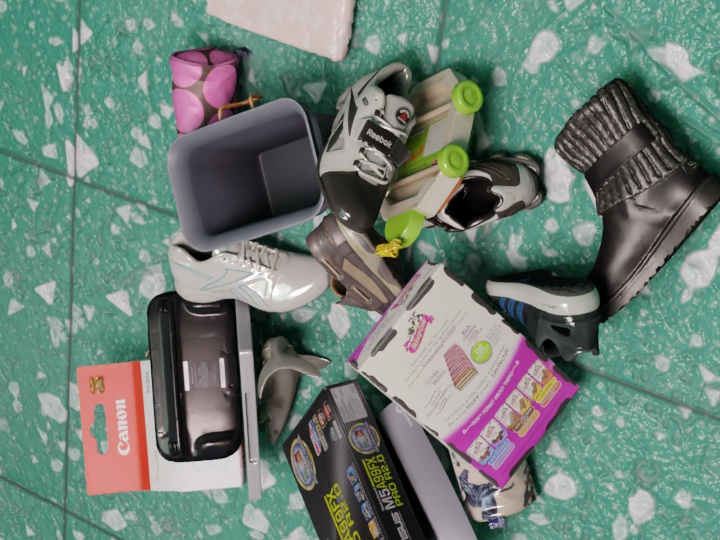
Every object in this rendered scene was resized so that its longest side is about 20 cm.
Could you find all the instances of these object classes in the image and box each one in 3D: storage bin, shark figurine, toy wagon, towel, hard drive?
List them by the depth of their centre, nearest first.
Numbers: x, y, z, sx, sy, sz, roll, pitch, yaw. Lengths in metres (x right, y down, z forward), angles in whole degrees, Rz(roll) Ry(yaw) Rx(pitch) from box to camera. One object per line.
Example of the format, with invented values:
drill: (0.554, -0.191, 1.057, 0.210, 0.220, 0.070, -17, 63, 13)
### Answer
toy wagon: (0.057, -0.102, 1.378, 0.155, 0.039, 0.202, -18, 54, 57)
towel: (-0.077, -0.345, 1.466, 0.190, 0.032, 0.202, 23, 117, 27)
storage bin: (-0.088, -0.113, 1.467, 0.199, 0.134, 0.147, -15, 88, 35)
hard drive: (0.060, 0.255, 1.522, 0.201, 0.042, 0.135, 63, 152, 22)
shark figurine: (-0.077, 0.110, 1.588, 0.215, 0.088, 0.129, 105, 165, -66)

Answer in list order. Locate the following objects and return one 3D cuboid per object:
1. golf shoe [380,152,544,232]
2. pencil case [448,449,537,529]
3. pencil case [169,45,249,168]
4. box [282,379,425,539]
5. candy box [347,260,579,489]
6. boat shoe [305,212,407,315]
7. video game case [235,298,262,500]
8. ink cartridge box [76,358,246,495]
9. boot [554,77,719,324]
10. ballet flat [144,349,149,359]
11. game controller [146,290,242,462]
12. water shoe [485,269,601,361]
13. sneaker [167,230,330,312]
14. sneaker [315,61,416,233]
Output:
golf shoe: (0.087, -0.078, 1.412, 0.199, 0.094, 0.078, -11, 102, 37)
pencil case: (0.122, 0.174, 1.479, 0.202, 0.089, 0.078, 71, 164, -8)
pencil case: (-0.171, -0.152, 1.566, 0.090, 0.094, 0.202, -3, 111, -12)
box: (-0.011, 0.244, 1.510, 0.201, 0.044, 0.160, 67, 149, 21)
candy box: (0.104, 0.105, 1.398, 0.200, 0.061, 0.137, 41, 83, -14)
boat shoe: (0.000, 0.000, 1.455, 0.073, 0.200, 0.075, -24, 49, 10)
video game case: (-0.131, 0.144, 1.606, 0.017, 0.143, 0.202, -4, 117, -5)
ink cartridge box: (-0.241, 0.185, 1.654, 0.198, 0.047, 0.162, -5, 88, 1)
boot: (0.237, -0.063, 1.324, 0.158, 0.079, 0.212, 42, 120, 11)
ballet flat: (-0.236, 0.095, 1.708, 0.067, 0.064, 0.200, 47, 126, 15)
game controller: (-0.195, 0.123, 1.618, 0.103, 0.042, 0.202, -4, 87, -8)
water shoe: (0.174, 0.045, 1.350, 0.200, 0.071, 0.080, -160, 61, -77)
sneaker: (-0.130, -0.003, 1.566, 0.198, 0.071, 0.081, 2, 139, 15)
sneaker: (0.012, -0.130, 1.356, 0.074, 0.201, 0.088, 29, 137, -27)
